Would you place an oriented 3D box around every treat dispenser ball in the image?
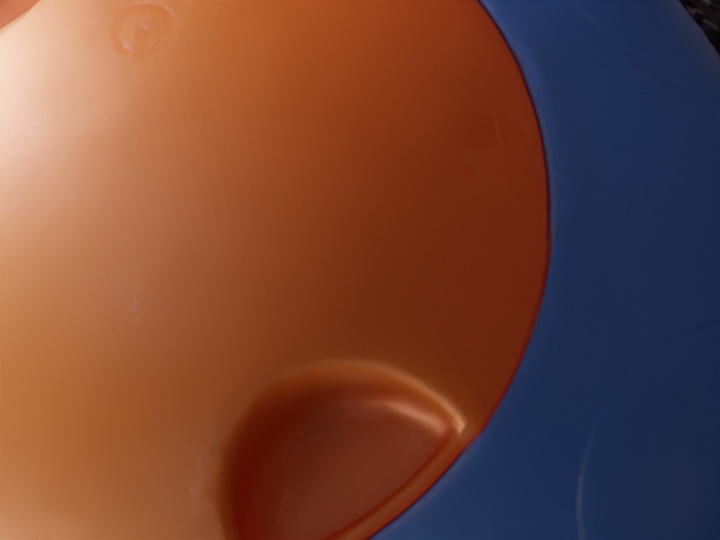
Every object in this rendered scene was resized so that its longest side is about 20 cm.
[{"bbox_3d":[-0.016,0.015,0.526,0.201,0.201,0.201,41,172,7],"label":"treat dispenser ball"}]
